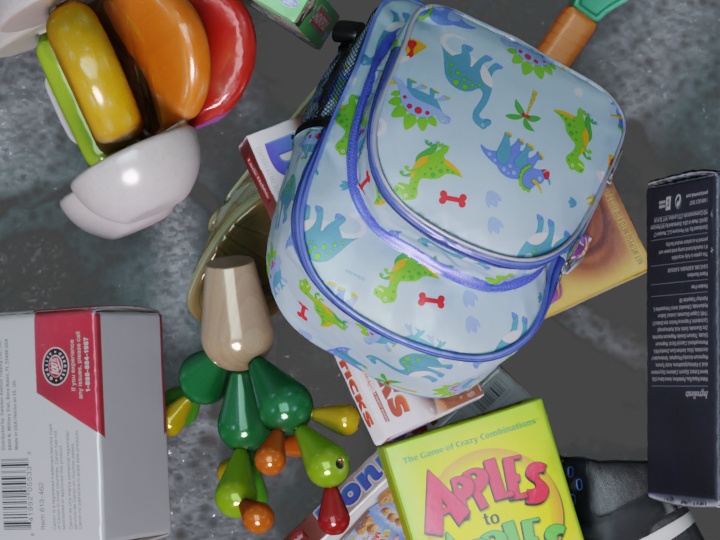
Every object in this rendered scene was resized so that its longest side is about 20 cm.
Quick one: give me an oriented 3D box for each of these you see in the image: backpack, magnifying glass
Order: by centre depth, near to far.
[{"bbox_3d":[0.045,-0.042,1.322,0.182,0.147,0.201,27,69,-9],"label":"backpack"},{"bbox_3d":[0.155,-0.182,1.475,0.079,0.022,0.200,33,97,-11],"label":"magnifying glass"}]

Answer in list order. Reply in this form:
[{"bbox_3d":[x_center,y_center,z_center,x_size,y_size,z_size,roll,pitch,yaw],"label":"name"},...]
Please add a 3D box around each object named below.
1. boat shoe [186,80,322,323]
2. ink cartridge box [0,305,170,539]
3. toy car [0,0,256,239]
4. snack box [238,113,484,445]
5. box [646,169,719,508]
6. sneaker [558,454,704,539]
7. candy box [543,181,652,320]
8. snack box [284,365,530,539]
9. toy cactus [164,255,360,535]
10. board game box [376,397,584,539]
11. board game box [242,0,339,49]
[{"bbox_3d":[-0.045,-0.050,1.482,0.073,0.063,0.201,30,98,-27],"label":"boat shoe"},{"bbox_3d":[-0.227,0.100,1.449,0.199,0.083,0.147,-4,88,26],"label":"ink cartridge box"},{"bbox_3d":[-0.138,-0.125,1.429,0.149,0.200,0.176,-26,89,-13],"label":"toy car"},{"bbox_3d":[0.000,0.000,1.387,0.072,0.024,0.201,-22,82,-22],"label":"snack box"},{"bbox_3d":[0.259,0.043,1.398,0.147,0.104,0.201,2,87,-17],"label":"box"},{"bbox_3d":[0.116,0.178,1.453,0.199,0.073,0.113,-16,83,-3],"label":"sneaker"},{"bbox_3d":[0.069,-0.010,1.445,0.199,0.056,0.117,-25,86,-9],"label":"candy box"},{"bbox_3d":[0.027,0.140,1.453,0.200,0.072,0.024,-44,49,3],"label":"snack box"},{"bbox_3d":[-0.063,0.073,1.419,0.102,0.200,0.166,-11,107,-22],"label":"toy cactus"},{"bbox_3d":[0.088,0.187,1.386,0.101,0.048,0.201,-17,88,-5],"label":"board game box"},{"bbox_3d":[-0.109,-0.211,1.451,0.199,0.135,0.029,33,91,5],"label":"board game box"}]
